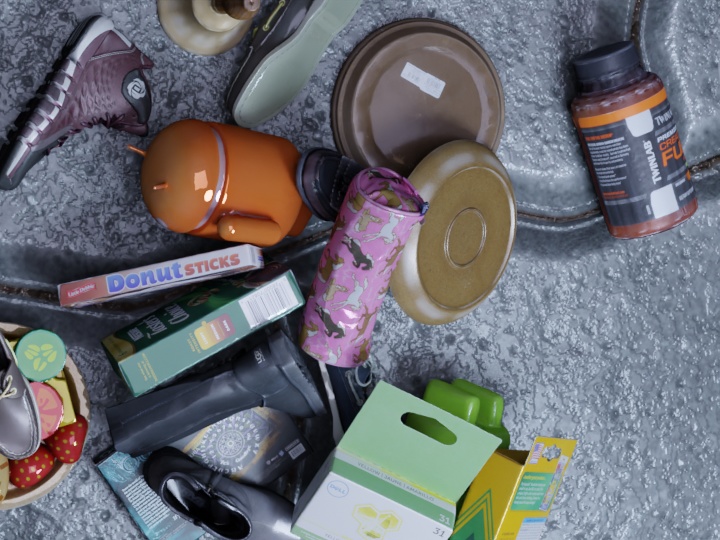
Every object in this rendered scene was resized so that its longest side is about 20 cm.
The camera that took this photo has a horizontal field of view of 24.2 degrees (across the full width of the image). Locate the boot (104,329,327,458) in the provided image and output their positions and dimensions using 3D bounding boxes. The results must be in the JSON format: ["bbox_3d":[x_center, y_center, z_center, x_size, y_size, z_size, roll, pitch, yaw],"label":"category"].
[{"bbox_3d":[-0.145,0.143,1.709,0.198,0.066,0.165,-27,150,2],"label":"boot"}]

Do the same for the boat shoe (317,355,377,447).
[{"bbox_3d":[-0.008,0.123,1.761,0.061,0.075,0.202,-16,75,5],"label":"boat shoe"}]

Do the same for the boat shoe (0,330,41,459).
[{"bbox_3d":[-0.365,0.098,1.628,0.071,0.059,0.202,-24,103,-13],"label":"boat shoe"}]

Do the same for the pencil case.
[{"bbox_3d":[0.000,0.000,1.668,0.086,0.083,0.202,18,117,-10],"label":"pencil case"}]

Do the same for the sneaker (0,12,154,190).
[{"bbox_3d":[-0.272,-0.145,1.668,0.115,0.076,0.201,34,86,-22],"label":"sneaker"}]

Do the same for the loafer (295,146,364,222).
[{"bbox_3d":[0.004,-0.070,1.717,0.200,0.062,0.073,40,63,-55],"label":"loafer"}]

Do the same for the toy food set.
[{"bbox_3d":[-0.371,0.148,1.690,0.198,0.049,0.200,-17,102,-14],"label":"toy food set"}]

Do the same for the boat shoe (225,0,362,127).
[{"bbox_3d":[-0.074,-0.238,1.725,0.202,0.060,0.072,-51,147,-1],"label":"boat shoe"}]

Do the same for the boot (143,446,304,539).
[{"bbox_3d":[-0.129,0.253,1.706,0.198,0.132,0.070,25,90,-19],"label":"boot"}]

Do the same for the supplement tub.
[{"bbox_3d":[0.293,-0.143,1.826,0.106,0.107,0.202,-23,104,-13],"label":"supplement tub"}]

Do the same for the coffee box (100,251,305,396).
[{"bbox_3d":[-0.162,0.052,1.704,0.198,0.123,0.044,-29,106,-10],"label":"coffee box"}]

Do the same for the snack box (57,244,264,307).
[{"bbox_3d":[-0.198,0.006,1.676,0.197,0.072,0.025,-12,87,6],"label":"snack box"}]

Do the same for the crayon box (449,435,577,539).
[{"bbox_3d":[0.149,0.258,1.747,0.125,0.051,0.202,15,97,-62],"label":"crayon box"}]

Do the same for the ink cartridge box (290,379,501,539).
[{"bbox_3d":[0.034,0.219,1.691,0.144,0.048,0.201,26,128,-9],"label":"ink cartridge box"}]

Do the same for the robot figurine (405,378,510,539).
[{"bbox_3d":[0.094,0.222,1.807,0.174,0.115,0.203,3,103,-50],"label":"robot figurine"}]

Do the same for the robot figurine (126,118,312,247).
[{"bbox_3d":[-0.137,-0.088,1.683,0.198,0.116,0.146,9,73,-37],"label":"robot figurine"}]

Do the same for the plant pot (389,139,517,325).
[{"bbox_3d":[0.104,-0.036,1.776,0.199,0.027,0.203,-19,117,-41],"label":"plant pot"}]

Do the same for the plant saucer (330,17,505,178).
[{"bbox_3d":[0.066,-0.168,1.794,0.197,0.029,0.203,-2,98,-16],"label":"plant saucer"}]

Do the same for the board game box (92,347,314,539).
[{"bbox_3d":[-0.165,0.195,1.771,0.199,0.028,0.136,-36,106,-9],"label":"board game box"}]

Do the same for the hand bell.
[{"bbox_3d":[-0.131,-0.259,1.628,0.103,0.200,0.106,-3,99,-16],"label":"hand bell"}]
